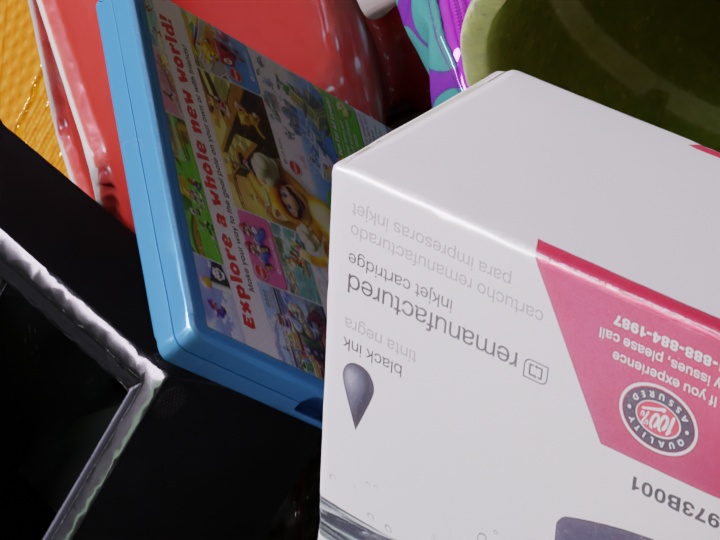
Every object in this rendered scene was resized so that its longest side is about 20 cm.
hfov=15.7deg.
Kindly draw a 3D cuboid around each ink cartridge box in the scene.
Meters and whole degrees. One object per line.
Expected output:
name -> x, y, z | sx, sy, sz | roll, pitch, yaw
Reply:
ink cartridge box -> 0.067, 0.066, 0.729 | 0.145, 0.084, 0.200 | 25, 128, 31

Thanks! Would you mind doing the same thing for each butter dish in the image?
butter dish -> -0.040, -0.066, 0.987 | 0.200, 0.148, 0.200 | 85, 167, -53

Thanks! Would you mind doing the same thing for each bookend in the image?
bookend -> -0.143, 0.068, 0.868 | 0.200, 0.092, 0.199 | 39, 104, 34

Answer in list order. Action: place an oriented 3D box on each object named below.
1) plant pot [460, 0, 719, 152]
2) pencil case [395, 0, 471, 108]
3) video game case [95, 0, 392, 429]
plant pot -> 0.149, -0.118, 0.755 | 0.200, 0.200, 0.184 | -7, 57, 49
pencil case -> 0.059, -0.055, 0.894 | 0.085, 0.092, 0.200 | -39, 47, 32
video game case -> 0.000, 0.000, 0.850 | 0.018, 0.200, 0.143 | -35, 49, 27
